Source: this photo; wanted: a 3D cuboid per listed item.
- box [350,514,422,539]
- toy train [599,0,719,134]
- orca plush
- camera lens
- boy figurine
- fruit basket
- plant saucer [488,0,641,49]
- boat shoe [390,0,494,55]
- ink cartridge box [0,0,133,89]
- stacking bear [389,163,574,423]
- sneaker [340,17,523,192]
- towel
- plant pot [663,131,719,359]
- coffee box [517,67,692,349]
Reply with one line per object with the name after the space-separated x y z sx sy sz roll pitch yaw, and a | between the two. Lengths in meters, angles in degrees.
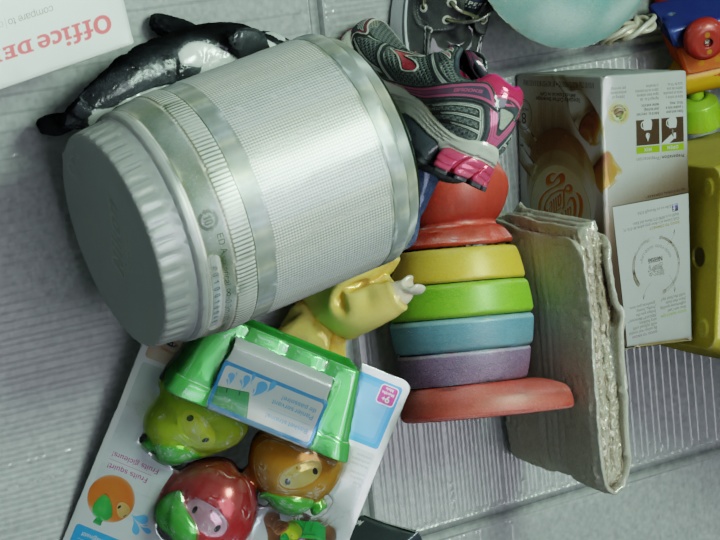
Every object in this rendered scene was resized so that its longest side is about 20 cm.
-0.020 0.293 1.683 0.200 0.079 0.142 -38 112 -25 | box
0.255 -0.157 1.838 0.198 0.085 0.116 -13 122 -7 | toy train
-0.131 -0.136 1.589 0.199 0.071 0.106 -23 152 -24 | orca plush
-0.073 -0.053 1.529 0.199 0.160 0.161 -23 107 -24 | camera lens
0.000 0.000 1.645 0.064 0.124 0.201 19 102 -43 | boy figurine
-0.084 0.135 1.590 0.184 0.094 0.201 23 87 -7 | fruit basket
0.159 -0.261 1.700 0.200 0.039 0.203 -2 94 -38 | plant saucer
0.069 -0.205 1.700 0.069 0.066 0.202 3 93 -34 | boat shoe
-0.241 -0.217 1.475 0.147 0.085 0.202 -23 106 -31 | ink cartridge box
0.073 0.005 1.705 0.113 0.121 0.202 -4 88 -39 | stacking bear
0.052 -0.127 1.621 0.080 0.200 0.075 21 106 -37 | sneaker
0.146 0.055 1.735 0.034 0.132 0.202 -12 104 -27 | towel
0.309 -0.014 1.816 0.175 0.200 0.202 -1 95 -26 | plant pot
0.182 -0.048 1.762 0.079 0.114 0.202 -7 98 -29 | coffee box
